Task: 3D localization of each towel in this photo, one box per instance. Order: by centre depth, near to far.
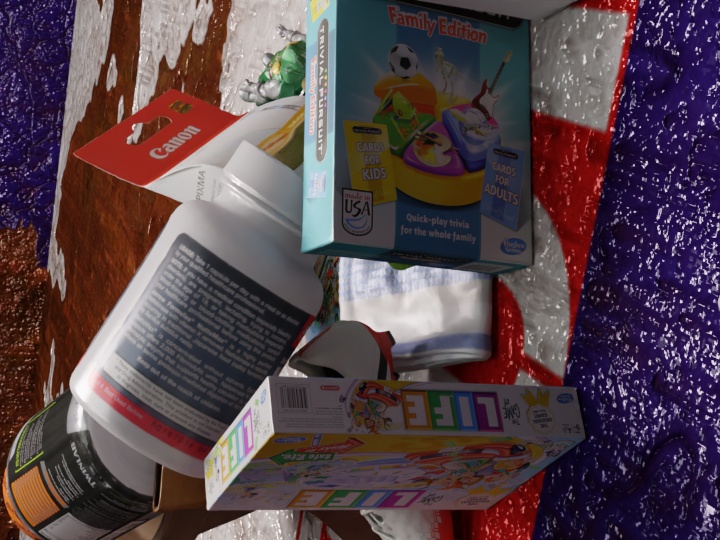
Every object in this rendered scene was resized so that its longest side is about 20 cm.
[{"bbox_3d":[0.036,-0.025,0.910,0.146,0.024,0.204,-11,73,44],"label":"towel"}]

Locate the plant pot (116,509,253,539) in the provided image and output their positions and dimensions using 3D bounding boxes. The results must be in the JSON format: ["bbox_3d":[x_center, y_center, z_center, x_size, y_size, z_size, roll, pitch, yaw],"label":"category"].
[{"bbox_3d":[-0.143,0.156,1.154,0.199,0.173,0.204,1,91,52],"label":"plant pot"}]

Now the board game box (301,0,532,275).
[{"bbox_3d":[0.038,-0.106,0.812,0.047,0.149,0.204,-16,71,59],"label":"board game box"}]

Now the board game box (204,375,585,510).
[{"bbox_3d":[0.018,0.109,0.760,0.135,0.197,0.035,128,140,-54],"label":"board game box"}]

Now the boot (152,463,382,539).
[{"bbox_3d":[-0.054,0.169,0.922,0.068,0.197,0.192,-20,67,59],"label":"boot"}]

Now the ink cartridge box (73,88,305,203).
[{"bbox_3d":[-0.105,-0.106,1.009,0.160,0.197,0.048,-48,-24,-53],"label":"ink cartridge box"}]

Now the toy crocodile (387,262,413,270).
[{"bbox_3d":[0.018,-0.101,0.858,0.062,0.066,0.204,172,92,-78],"label":"toy crocodile"}]

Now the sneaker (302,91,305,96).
[{"bbox_3d":[-0.042,-0.088,1.140,0.080,0.073,0.202,-94,24,-60],"label":"sneaker"}]

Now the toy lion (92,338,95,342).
[{"bbox_3d":[-0.127,0.001,1.033,0.199,0.069,0.192,-36,7,20],"label":"toy lion"}]

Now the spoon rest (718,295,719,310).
[{"bbox_3d":[0.208,0.001,0.496,0.200,0.060,0.101,136,134,-60],"label":"spoon rest"}]

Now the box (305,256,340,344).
[{"bbox_3d":[0.000,0.000,1.041,0.201,0.034,0.112,125,143,-51],"label":"box"}]

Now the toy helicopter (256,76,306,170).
[{"bbox_3d":[-0.008,-0.133,0.936,0.131,0.079,0.200,5,46,50],"label":"toy helicopter"}]

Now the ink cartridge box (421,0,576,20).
[{"bbox_3d":[0.084,-0.273,0.743,0.146,0.144,0.204,165,107,-66],"label":"ink cartridge box"}]

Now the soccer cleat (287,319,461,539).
[{"bbox_3d":[0.007,0.135,0.866,0.068,0.085,0.203,-16,92,45],"label":"soccer cleat"}]

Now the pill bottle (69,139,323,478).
[{"bbox_3d":[-0.094,0.023,0.834,0.202,0.119,0.119,-57,26,1],"label":"pill bottle"}]

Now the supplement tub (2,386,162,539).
[{"bbox_3d":[-0.204,0.149,0.994,0.199,0.121,0.124,-33,55,47],"label":"supplement tub"}]

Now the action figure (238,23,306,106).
[{"bbox_3d":[-0.071,-0.182,1.149,0.119,0.054,0.200,-58,12,-6],"label":"action figure"}]
